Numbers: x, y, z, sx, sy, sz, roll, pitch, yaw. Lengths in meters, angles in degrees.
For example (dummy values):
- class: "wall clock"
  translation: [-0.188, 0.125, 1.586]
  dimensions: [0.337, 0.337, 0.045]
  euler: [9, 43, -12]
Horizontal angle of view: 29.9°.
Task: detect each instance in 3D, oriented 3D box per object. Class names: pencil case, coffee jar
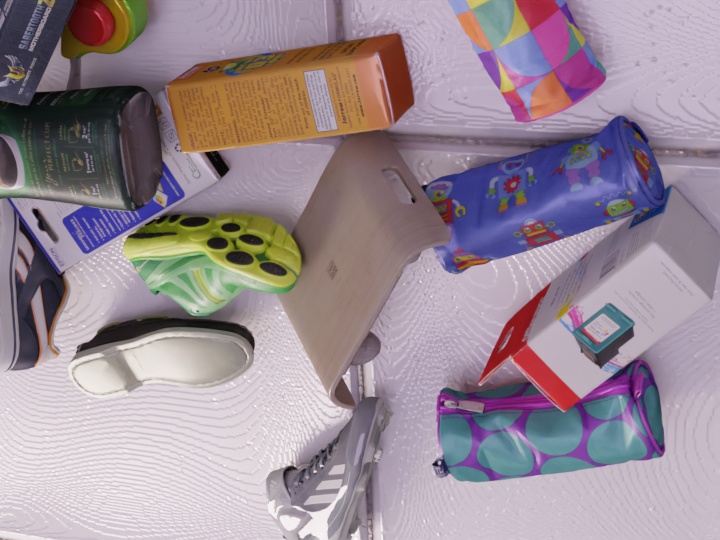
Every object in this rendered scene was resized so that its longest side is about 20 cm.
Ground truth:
- class: "pencil case"
  translation: [0.113, -0.213, 1.027]
  dimensions: [0.088, 0.088, 0.201]
  euler: [-21, 106, 27]
- class: "coffee jar"
  translation: [-0.277, -0.109, 1.171]
  dimensions: [0.198, 0.085, 0.105]
  euler: [4, 118, 15]
- class: "pencil case"
  translation: [0.162, 0.132, 1.170]
  dimensions: [0.199, 0.086, 0.093]
  euler: [-11, 136, 24]
- class: "pencil case"
  translation: [0.144, -0.062, 1.090]
  dimensions: [0.199, 0.087, 0.078]
  euler: [-18, 143, 27]

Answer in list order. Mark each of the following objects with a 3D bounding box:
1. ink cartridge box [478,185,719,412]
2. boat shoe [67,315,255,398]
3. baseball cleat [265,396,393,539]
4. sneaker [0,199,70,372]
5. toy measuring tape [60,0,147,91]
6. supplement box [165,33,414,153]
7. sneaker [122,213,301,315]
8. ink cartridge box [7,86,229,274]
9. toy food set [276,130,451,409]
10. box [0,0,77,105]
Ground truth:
- class: "ink cartridge box"
  translation: [0.194, 0.034, 1.094]
  dimensions: [0.067, 0.116, 0.200]
  euler: [44, 122, -5]
- class: "boat shoe"
  translation: [-0.186, 0.072, 1.284]
  dimensions: [0.200, 0.061, 0.072]
  euler: [-9, 123, 24]
- class: "baseball cleat"
  translation: [-0.037, 0.195, 1.283]
  dimensions: [0.106, 0.070, 0.201]
  euler: [20, 119, 10]
- class: "sneaker"
  translation: [-0.330, -0.004, 1.298]
  dimensions: [0.078, 0.079, 0.202]
  euler: [-2, 90, 46]
- class: "toy measuring tape"
  translation: [-0.223, -0.192, 1.174]
  dimensions: [0.073, 0.074, 0.201]
  euler: [19, 129, 11]
- class: "supplement box"
  translation: [-0.060, -0.148, 1.131]
  dimensions: [0.199, 0.067, 0.069]
  euler: [-7, 112, 22]
- class: "sneaker"
  translation: [-0.126, -0.003, 1.216]
  dimensions: [0.199, 0.074, 0.084]
  euler: [8, 129, 39]
- class: "ink cartridge box"
  translation: [-0.225, -0.082, 1.232]
  dimensions: [0.199, 0.037, 0.095]
  euler: [-28, 103, 21]
- class: "toy food set"
  translation: [0.000, 0.000, 1.149]
  dimensions: [0.201, 0.060, 0.144]
  euler: [-61, 42, 33]
- class: "box"
  translation: [-0.273, -0.263, 1.109]
  dimensions: [0.051, 0.158, 0.200]
  euler: [11, 129, -34]
